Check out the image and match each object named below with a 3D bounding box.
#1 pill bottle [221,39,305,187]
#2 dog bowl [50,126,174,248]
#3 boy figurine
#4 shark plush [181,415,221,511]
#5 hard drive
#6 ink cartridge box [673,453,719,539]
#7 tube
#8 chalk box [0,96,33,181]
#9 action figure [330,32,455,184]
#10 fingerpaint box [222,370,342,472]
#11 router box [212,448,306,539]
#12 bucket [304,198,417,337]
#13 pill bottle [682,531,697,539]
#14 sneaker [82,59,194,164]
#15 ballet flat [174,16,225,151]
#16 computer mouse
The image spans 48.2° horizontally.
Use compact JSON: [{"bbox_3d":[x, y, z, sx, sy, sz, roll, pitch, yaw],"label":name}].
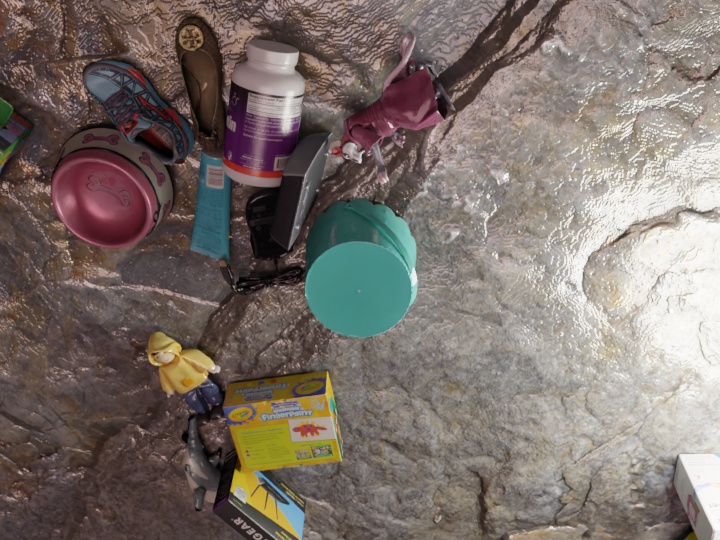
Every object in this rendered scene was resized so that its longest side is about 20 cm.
[{"bbox_3d":[-0.145,-0.236,1.211,0.111,0.113,0.203,9,114,-4],"label":"pill bottle"},{"bbox_3d":[-0.405,-0.123,1.294,0.197,0.074,0.203,4,126,5],"label":"dog bowl"},{"bbox_3d":[-0.320,0.193,1.490,0.123,0.065,0.201,-21,120,16],"label":"boy figurine"},{"bbox_3d":[-0.314,0.380,1.616,0.082,0.091,0.203,-16,98,-11],"label":"shark plush"},{"bbox_3d":[-0.090,-0.130,1.225,0.042,0.201,0.137,17,118,2],"label":"hard drive"},{"bbox_3d":[0.699,0.445,1.525,0.142,0.201,0.086,-2,120,2],"label":"ink cartridge box"},{"bbox_3d":[-0.243,-0.105,1.330,0.077,0.050,0.202,23,123,17],"label":"tube"},{"bbox_3d":[-0.602,-0.201,1.242,0.124,0.124,0.200,37,113,-17],"label":"chalk box"},{"bbox_3d":[0.034,-0.231,1.202,0.198,0.134,0.150,-28,114,13],"label":"action figure"},{"bbox_3d":[-0.143,0.289,1.533,0.197,0.074,0.169,-9,120,6],"label":"fingerpaint box"},{"bbox_3d":[-0.195,0.465,1.590,0.051,0.150,0.200,-35,113,20],"label":"router box"},{"bbox_3d":[0.000,0.000,1.331,0.203,0.135,0.210,1,120,1],"label":"bucket"},{"bbox_3d":[0.744,0.553,1.636,0.108,0.110,0.201,29,116,-14],"label":"pill bottle"},{"bbox_3d":[-0.340,-0.240,1.227,0.199,0.096,0.079,39,113,-19],"label":"sneaker"},{"bbox_3d":[-0.243,-0.280,1.226,0.066,0.047,0.203,-2,114,5],"label":"ballet flat"},{"bbox_3d":[-0.177,-0.049,1.356,0.138,0.046,0.202,-15,128,-4],"label":"computer mouse"}]
